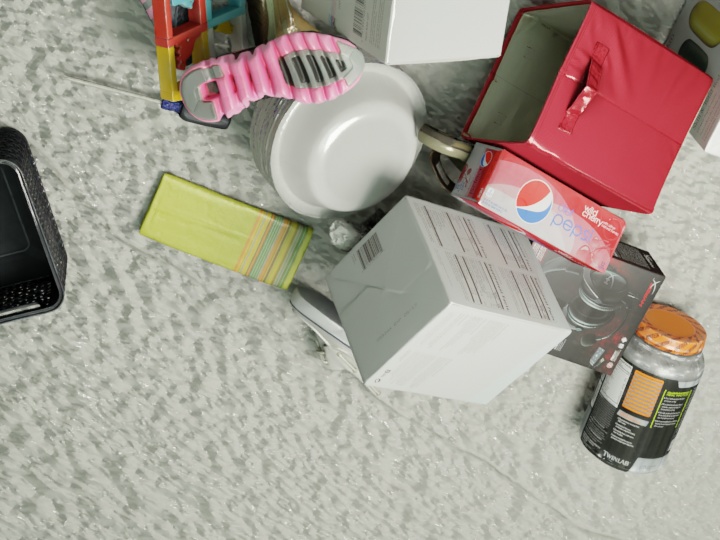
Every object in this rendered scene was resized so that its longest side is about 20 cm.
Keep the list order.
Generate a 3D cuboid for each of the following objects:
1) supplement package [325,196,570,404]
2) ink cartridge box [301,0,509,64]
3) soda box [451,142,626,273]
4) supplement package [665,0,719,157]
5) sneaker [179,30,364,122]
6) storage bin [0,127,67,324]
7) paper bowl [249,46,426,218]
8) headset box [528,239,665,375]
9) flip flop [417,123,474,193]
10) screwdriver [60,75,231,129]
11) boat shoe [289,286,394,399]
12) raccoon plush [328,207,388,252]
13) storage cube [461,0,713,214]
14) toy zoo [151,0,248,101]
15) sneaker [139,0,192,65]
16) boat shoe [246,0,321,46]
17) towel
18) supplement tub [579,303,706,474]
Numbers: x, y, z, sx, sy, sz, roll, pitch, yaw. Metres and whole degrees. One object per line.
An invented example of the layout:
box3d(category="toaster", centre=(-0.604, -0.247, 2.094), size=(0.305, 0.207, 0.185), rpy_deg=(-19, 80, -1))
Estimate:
box3d(category="supplement package", centre=(0.098, 0.038, 1.626), size=(0.199, 0.151, 0.152), rpy_deg=(13, 134, -42))
box3d(category="ink cartridge box", centre=(0.047, -0.319, 1.508), size=(0.144, 0.200, 0.148), rpy_deg=(-9, 121, -28))
box3d(category="soda box", centre=(0.203, -0.069, 1.629), size=(0.199, 0.063, 0.070), rpy_deg=(26, 89, -29))
box3d(category="supplement package", centre=(0.450, -0.220, 1.643), size=(0.150, 0.200, 0.153), rpy_deg=(16, 115, -17))
box3d(category="sneaker", centre=(-0.090, -0.215, 1.539), size=(0.198, 0.095, 0.080), rpy_deg=(-7, 107, 11))
box3d(category="storage bin", centre=(-0.426, -0.047, 1.659), size=(0.134, 0.094, 0.201), rpy_deg=(-14, 120, -2))
box3d(category="paper bowl", centre=(-0.016, -0.149, 1.629), size=(0.199, 0.104, 0.202), rpy_deg=(-17, 130, -21))
box3d(category="headset box", centre=(0.246, 0.023, 1.767), size=(0.199, 0.077, 0.150), rpy_deg=(19, 112, -18))
box3d(category="flip flop", centre=(0.115, -0.116, 1.674), size=(0.081, 0.200, 0.058), rpy_deg=(23, 90, 25))
box3d(category="screwdriver", centre=(-0.242, -0.193, 1.641), size=(0.199, 0.029, 0.028), rpy_deg=(11, 116, -21))
box3d(category="boat shoe", centre=(-0.023, 0.095, 1.818), size=(0.066, 0.072, 0.200), rpy_deg=(-46, 124, 11))
box3d(category="raccoon plush", centre=(0.000, 0.000, 1.736), size=(0.199, 0.097, 0.134), rpy_deg=(13, 118, -42))
box3d(category="storage cube", centre=(0.251, -0.180, 1.617), size=(0.179, 0.200, 0.172), rpy_deg=(26, 87, -22))
box3d(category="toy zoo", centre=(-0.173, -0.270, 1.569), size=(0.020, 0.131, 0.201), rpy_deg=(18, 124, 31))
box3d(category="sneaker", centre=(-0.225, -0.318, 1.571), size=(0.081, 0.070, 0.201), rpy_deg=(6, 127, 20))
box3d(category="boat shoe", centre=(-0.080, -0.261, 1.618), size=(0.076, 0.072, 0.201), rpy_deg=(-14, 131, -9))
box3d(category="towel", centre=(-0.161, -0.048, 1.747), size=(0.199, 0.018, 0.086), rpy_deg=(21, 108, -18))
box3d(category="supplement tub", centre=(0.370, 0.153, 1.878), size=(0.122, 0.123, 0.201), rpy_deg=(10, 117, -14))
